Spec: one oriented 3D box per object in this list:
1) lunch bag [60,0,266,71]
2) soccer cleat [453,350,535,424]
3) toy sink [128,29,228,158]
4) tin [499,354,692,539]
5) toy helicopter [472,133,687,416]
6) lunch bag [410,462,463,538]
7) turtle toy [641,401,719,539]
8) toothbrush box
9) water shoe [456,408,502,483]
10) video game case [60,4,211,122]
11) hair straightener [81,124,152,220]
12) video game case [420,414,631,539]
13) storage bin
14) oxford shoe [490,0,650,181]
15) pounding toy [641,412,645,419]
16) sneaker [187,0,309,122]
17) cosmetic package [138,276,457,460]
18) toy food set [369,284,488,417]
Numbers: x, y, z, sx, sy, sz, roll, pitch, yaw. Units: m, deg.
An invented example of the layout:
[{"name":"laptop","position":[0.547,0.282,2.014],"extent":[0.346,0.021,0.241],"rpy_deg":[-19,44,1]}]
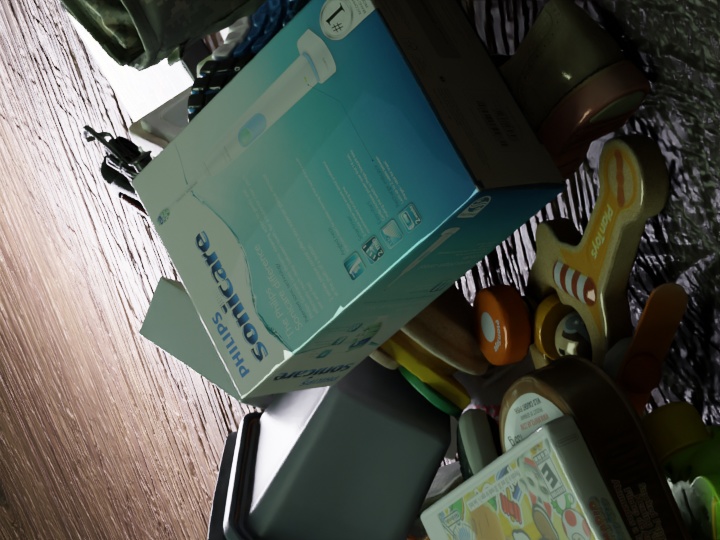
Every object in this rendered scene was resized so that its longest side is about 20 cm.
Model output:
[{"name":"lunch bag","position":[-0.122,-0.232,1.352],"extent":[0.201,0.164,0.118],"rpy_deg":[57,154,-2]},{"name":"soccer cleat","position":[0.077,0.062,1.501],"extent":[0.085,0.069,0.200],"rpy_deg":[56,165,-14]},{"name":"toy sink","position":[-0.075,-0.076,1.561],"extent":[0.130,0.112,0.201],"rpy_deg":[25,144,53]},{"name":"tin","position":[0.135,0.146,1.235],"extent":[0.201,0.042,0.112],"rpy_deg":[67,159,6]},{"name":"toy helicopter","position":[0.136,0.011,1.264],"extent":[0.201,0.078,0.133],"rpy_deg":[103,149,-45]},{"name":"lunch bag","position":[0.083,0.251,1.687],"extent":[0.201,0.117,0.164],"rpy_deg":[59,159,0]},{"name":"turtle toy","position":[0.219,0.135,1.237],"extent":[0.200,0.100,0.146],"rpy_deg":[101,150,-60]},{"name":"toothbrush box","position":[-0.011,-0.046,1.213],"extent":[0.200,0.085,0.147],"rpy_deg":[-42,68,32]},{"name":"water shoe","position":[0.125,0.164,1.338],"extent":[0.201,0.079,0.072],"rpy_deg":[63,173,15]},{"name":"video game case","position":[-0.148,-0.143,1.748],"extent":[0.201,0.025,0.181],"rpy_deg":[58,159,-9]},{"name":"hair straightener","position":[-0.131,-0.060,1.510],"extent":[0.200,0.041,0.077],"rpy_deg":[39,156,46]},{"name":"video game case","position":[0.110,0.191,1.250],"extent":[0.183,0.023,0.200],"rpy_deg":[65,155,11]},{"name":"storage bin","position":[0.001,0.115,1.426],"extent":[0.145,0.135,0.200],"rpy_deg":[26,-160,-8]},{"name":"oxford shoe","position":[0.085,-0.080,1.246],"extent":[0.074,0.071,0.200],"rpy_deg":[59,141,10]},{"name":"pounding toy","position":[0.189,0.214,1.413],"extent":[0.200,0.142,0.184],"rpy_deg":[48,176,22]},{"name":"sneaker","position":[-0.051,-0.116,1.396],"extent":[0.074,0.201,0.087],"rpy_deg":[-9,129,18]},{"name":"cosmetic package","position":[-0.038,0.070,1.625],"extent":[0.199,0.052,0.151],"rpy_deg":[18,-176,-37]},{"name":"toy food set","position":[0.000,0.000,1.380],"extent":[0.200,0.049,0.198],"rpy_deg":[39,-170,-25]}]
